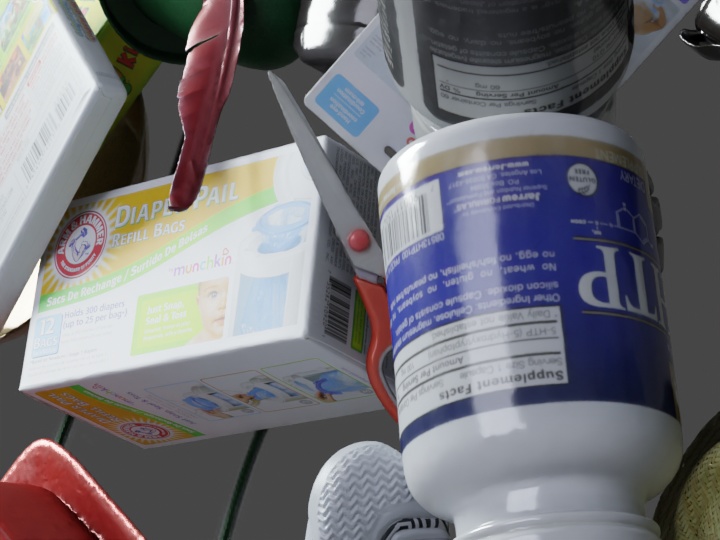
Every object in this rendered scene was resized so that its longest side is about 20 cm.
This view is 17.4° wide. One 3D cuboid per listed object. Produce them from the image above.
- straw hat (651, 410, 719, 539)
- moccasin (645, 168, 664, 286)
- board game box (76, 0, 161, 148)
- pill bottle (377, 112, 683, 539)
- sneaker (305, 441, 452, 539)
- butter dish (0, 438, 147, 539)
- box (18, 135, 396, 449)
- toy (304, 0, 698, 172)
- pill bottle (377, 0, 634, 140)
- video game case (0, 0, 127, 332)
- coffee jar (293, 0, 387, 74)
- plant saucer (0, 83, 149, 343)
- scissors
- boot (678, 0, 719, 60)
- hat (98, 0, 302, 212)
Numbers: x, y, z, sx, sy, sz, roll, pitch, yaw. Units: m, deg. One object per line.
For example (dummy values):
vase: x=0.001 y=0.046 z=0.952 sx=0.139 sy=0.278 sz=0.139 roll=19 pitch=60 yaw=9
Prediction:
straw hat: x=0.180 y=0.105 z=0.975 sx=0.200 sy=0.085 sz=0.202 roll=-20 pitch=57 yaw=33
moccasin: x=0.092 y=0.039 z=1.096 sx=0.077 sy=0.074 sz=0.202 roll=10 pitch=85 yaw=26
board game box: x=-0.166 y=-0.128 z=1.365 sx=0.200 sy=0.048 sz=0.102 roll=-55 pitch=39 yaw=-2
pill bottle: x=0.073 y=0.047 z=0.988 sx=0.119 sy=0.119 sz=0.201 roll=-19 pitch=66 yaw=33
sneaker: x=-0.013 y=0.155 z=1.073 sx=0.115 sy=0.075 sz=0.201 roll=33 pitch=136 yaw=52
butter dish: x=-0.213 y=0.194 z=1.227 sx=0.200 sy=0.148 sz=0.199 roll=-54 pitch=46 yaw=5
box: x=-0.069 y=0.016 z=1.222 sx=0.199 sy=0.101 sz=0.113 roll=-13 pitch=61 yaw=36
toy: x=0.081 y=-0.119 z=1.143 sx=0.200 sy=0.115 sz=0.047 roll=-49 pitch=6 yaw=0
pill bottle: x=0.062 y=-0.128 z=1.013 sx=0.113 sy=0.200 sz=0.114 roll=-3 pitch=54 yaw=4
video game case: x=-0.206 y=-0.071 z=1.293 sx=0.200 sy=0.023 sz=0.182 roll=-59 pitch=41 yaw=26
coffee jar: x=0.037 y=-0.180 z=1.229 sx=0.085 sy=0.104 sz=0.201 roll=6 pitch=74 yaw=43
plant saucer: x=-0.190 y=-0.035 z=1.386 sx=0.200 sy=0.035 sz=0.201 roll=-25 pitch=47 yaw=30
scissors: x=0.000 y=0.000 z=1.129 sx=0.073 sy=0.200 sz=0.014 roll=-43 pitch=12 yaw=-6
boot: x=0.248 y=-0.133 z=1.052 sx=0.200 sy=0.069 sz=0.174 roll=-40 pitch=43 yaw=12
hat: x=-0.034 y=-0.137 z=1.228 sx=0.176 sy=0.165 sz=0.200 roll=44 pitch=107 yaw=42
